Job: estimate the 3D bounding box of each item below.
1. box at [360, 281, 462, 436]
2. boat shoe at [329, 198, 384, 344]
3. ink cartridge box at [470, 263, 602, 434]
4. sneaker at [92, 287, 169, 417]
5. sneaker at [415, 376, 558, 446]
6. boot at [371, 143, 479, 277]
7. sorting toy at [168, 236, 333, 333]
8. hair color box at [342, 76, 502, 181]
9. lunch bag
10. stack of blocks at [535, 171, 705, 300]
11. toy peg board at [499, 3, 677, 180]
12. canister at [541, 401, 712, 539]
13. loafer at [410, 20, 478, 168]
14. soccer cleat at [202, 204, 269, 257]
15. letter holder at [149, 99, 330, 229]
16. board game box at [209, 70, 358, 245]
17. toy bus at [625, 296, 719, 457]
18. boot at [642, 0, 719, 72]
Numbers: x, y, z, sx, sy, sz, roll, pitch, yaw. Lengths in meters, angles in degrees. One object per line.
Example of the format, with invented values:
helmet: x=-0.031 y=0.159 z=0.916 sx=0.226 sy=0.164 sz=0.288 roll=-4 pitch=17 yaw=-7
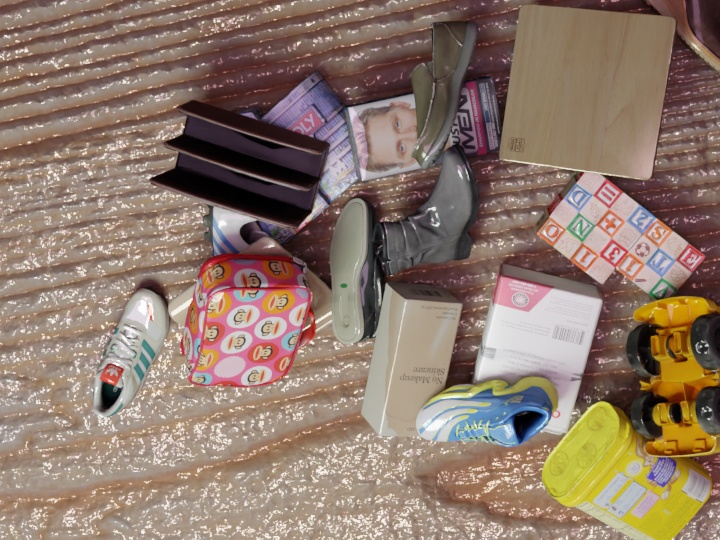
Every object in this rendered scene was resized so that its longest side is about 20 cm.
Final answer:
box: x=0.070 y=0.125 z=1.504 sx=0.094 sy=0.078 sz=0.203 roll=3 pitch=106 yaw=-22
boat shoe: x=0.000 y=0.000 z=1.511 sx=0.071 sy=0.067 sz=0.203 roll=6 pitch=97 yaw=45
ink cartridge box: x=0.239 y=0.109 z=1.491 sx=0.144 sy=0.085 sz=0.203 roll=13 pitch=104 yaw=3
sneaker: x=-0.337 y=0.125 z=1.558 sx=0.070 sy=0.093 sz=0.202 roll=24 pitch=105 yaw=0
sneaker: x=0.165 y=0.194 z=1.424 sx=0.198 sy=0.105 sz=0.077 roll=-18 pitch=102 yaw=11
boot: x=0.083 y=-0.070 z=1.418 sx=0.130 sy=0.070 sz=0.202 roll=-13 pitch=135 yaw=-11
sorting toy: x=-0.143 y=0.048 z=1.505 sx=0.184 sy=0.037 sz=0.200 roll=-33 pitch=137 yaw=12
hair color box: x=0.084 y=-0.189 z=1.427 sx=0.197 sy=0.061 sz=0.101 roll=-13 pitch=101 yaw=-5
lunch bag: x=-0.141 y=0.070 z=1.440 sx=0.174 sy=0.082 sz=0.201 roll=1 pitch=133 yaw=-24
stack of blocks: x=0.349 y=-0.040 z=1.455 sx=0.199 sy=0.059 sz=0.116 roll=36 pitch=105 yaw=-3
toy peg board: x=0.299 y=-0.229 z=1.401 sx=0.197 sy=0.098 sz=0.203 roll=10 pitch=96 yaw=20
canister: x=0.371 y=0.289 z=1.488 sx=0.199 sy=0.087 sz=0.149 roll=31 pitch=105 yaw=-24
loafer: x=0.093 y=-0.226 z=1.360 sx=0.069 sy=0.075 sz=0.202 roll=16 pitch=77 yaw=1
soccer cleat: x=-0.166 y=-0.017 z=1.481 sx=0.085 sy=0.070 sz=0.201 roll=5 pitch=137 yaw=4
letter holder: x=-0.155 y=-0.137 z=1.385 sx=0.198 sy=0.142 sz=0.102 roll=18 pitch=106 yaw=3
board game box: x=-0.105 y=-0.169 z=1.477 sx=0.199 sy=0.062 sz=0.200 roll=-40 pitch=97 yaw=14
toy bus: x=0.462 y=0.145 z=1.423 sx=0.190 sy=0.135 sz=0.203 roll=9 pitch=75 yaw=-36
boot: x=0.461 y=-0.359 z=1.358 sx=0.200 sy=0.072 sz=0.166 roll=45 pitch=106 yaw=-1
